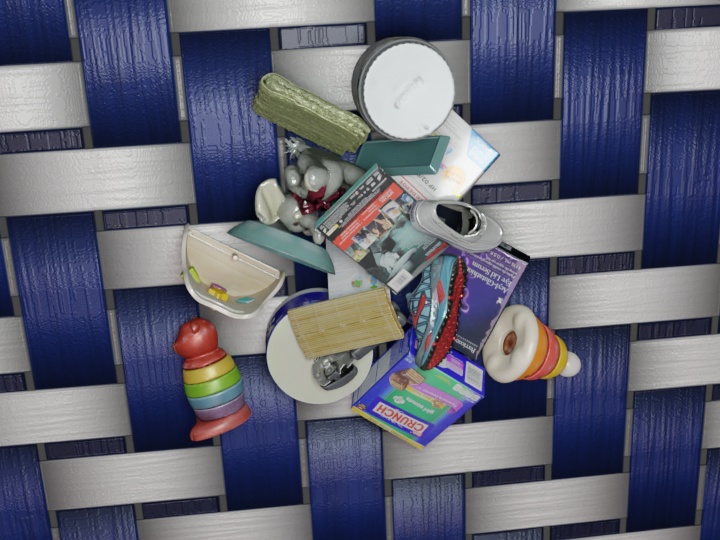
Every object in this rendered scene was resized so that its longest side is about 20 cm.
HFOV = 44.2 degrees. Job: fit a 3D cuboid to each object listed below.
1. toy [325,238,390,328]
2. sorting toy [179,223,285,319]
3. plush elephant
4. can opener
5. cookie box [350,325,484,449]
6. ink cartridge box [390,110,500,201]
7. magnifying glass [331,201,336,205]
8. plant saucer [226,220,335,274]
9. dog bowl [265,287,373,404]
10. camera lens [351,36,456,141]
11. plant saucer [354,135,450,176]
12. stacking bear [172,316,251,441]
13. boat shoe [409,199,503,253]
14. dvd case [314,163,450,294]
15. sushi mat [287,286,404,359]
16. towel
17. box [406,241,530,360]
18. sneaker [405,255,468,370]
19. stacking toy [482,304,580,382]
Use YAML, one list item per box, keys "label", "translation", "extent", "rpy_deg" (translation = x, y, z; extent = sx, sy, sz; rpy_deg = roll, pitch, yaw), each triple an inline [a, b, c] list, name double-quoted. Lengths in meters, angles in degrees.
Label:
- label: "toy"
  translation: [0.000, 0.000, 1.568]
  extent: [0.114, 0.047, 0.203]
  rpy_deg: [-8, 72, 18]
- label: "sorting toy"
  translation: [-0.237, 0.027, 1.522]
  extent: [0.198, 0.180, 0.108]
  rpy_deg: [26, 103, -13]
- label: "plush elephant"
  translation: [-0.084, -0.120, 1.496]
  extent: [0.163, 0.199, 0.156]
  rpy_deg: [1, 115, -43]
- label: "can opener"
  translation: [0.001, 0.138, 1.577]
  extent: [0.199, 0.054, 0.067]
  rpy_deg: [-38, 139, 6]
- label: "cookie box"
  translation: [0.104, 0.220, 1.635]
  extent: [0.170, 0.076, 0.200]
  rpy_deg: [31, 129, -14]
- label: "ink cartridge box"
  translation: [0.128, -0.159, 1.499]
  extent: [0.115, 0.068, 0.200]
  rpy_deg: [42, 101, 5]
- label: "magnifying glass"
  translation: [0.026, -0.104, 1.532]
  extent: [0.199, 0.022, 0.081]
  rpy_deg: [24, 112, 29]
- label: "plant saucer"
  translation: [-0.129, -0.044, 1.510]
  extent: [0.198, 0.200, 0.036]
  rpy_deg: [21, 88, -12]
- label: "dog bowl"
  translation: [-0.076, 0.139, 1.628]
  extent: [0.197, 0.079, 0.203]
  rpy_deg: [-2, 108, -5]
- label: "camera lens"
  translation: [0.067, -0.296, 1.438]
  extent: [0.158, 0.200, 0.162]
  rpy_deg: [-1, 105, -4]
- label: "plant saucer"
  translation: [0.062, -0.191, 1.477]
  extent: [0.019, 0.199, 0.071]
  rpy_deg: [33, 72, -39]
- label: "stacking bear"
  translation: [-0.279, 0.185, 1.610]
  extent: [0.112, 0.122, 0.202]
  rpy_deg: [-16, 101, 2]
- label: "boat shoe"
  translation: [0.172, -0.072, 1.443]
  extent: [0.198, 0.065, 0.075]
  rpy_deg: [7, 83, -38]
- label: "dvd case"
  translation: [0.043, -0.064, 1.454]
  extent: [0.146, 0.022, 0.199]
  rpy_deg: [-43, 119, 16]
- label: "sushi mat"
  translation: [-0.028, 0.091, 1.523]
  extent: [0.198, 0.012, 0.097]
  rpy_deg: [-14, 105, 26]
- label: "towel"
  translation: [-0.082, -0.255, 1.472]
  extent: [0.198, 0.148, 0.037]
  rpy_deg: [24, 77, -10]
- label: "box"
  translation: [0.194, 0.033, 1.588]
  extent: [0.147, 0.104, 0.202]
  rpy_deg: [27, 103, 8]
- label: "sneaker"
  translation: [0.121, 0.069, 1.527]
  extent: [0.095, 0.079, 0.203]
  rpy_deg: [16, 94, 34]
- label: "stacking toy"
  translation: [0.342, 0.158, 1.666]
  extent: [0.198, 0.146, 0.147]
  rpy_deg: [19, 105, -27]
